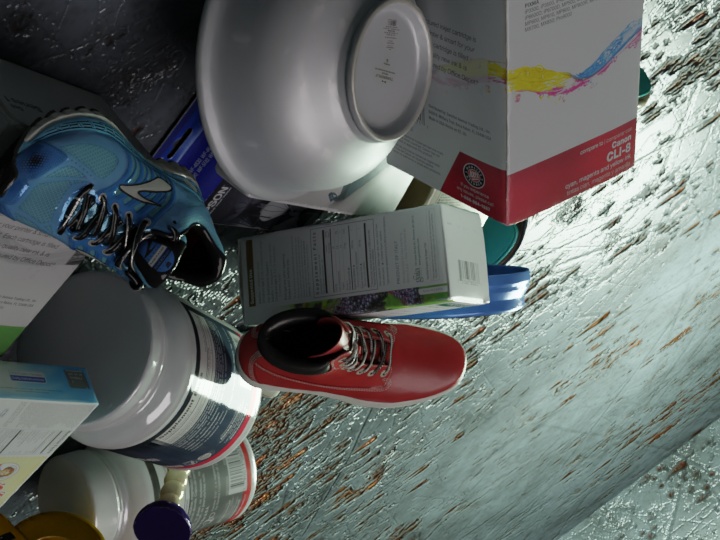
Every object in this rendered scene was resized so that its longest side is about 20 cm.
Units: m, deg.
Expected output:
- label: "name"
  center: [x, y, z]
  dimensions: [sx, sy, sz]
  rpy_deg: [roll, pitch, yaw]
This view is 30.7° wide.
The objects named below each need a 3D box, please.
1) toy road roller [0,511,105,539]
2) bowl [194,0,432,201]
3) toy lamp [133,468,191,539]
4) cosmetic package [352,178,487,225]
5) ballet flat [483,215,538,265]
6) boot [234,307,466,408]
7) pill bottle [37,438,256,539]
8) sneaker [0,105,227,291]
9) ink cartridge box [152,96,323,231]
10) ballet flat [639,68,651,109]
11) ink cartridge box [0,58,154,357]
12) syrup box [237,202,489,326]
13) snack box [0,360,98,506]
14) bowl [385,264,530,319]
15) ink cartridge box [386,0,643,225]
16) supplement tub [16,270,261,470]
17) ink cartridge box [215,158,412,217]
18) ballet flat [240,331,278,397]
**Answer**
- label: "toy road roller"
  center: [-0.316, 0.256, 1.152]
  dimensions: [0.146, 0.200, 0.123]
  rpy_deg: [-38, 166, -35]
- label: "bowl"
  center: [-0.013, -0.139, 0.887]
  dimensions: [0.201, 0.090, 0.202]
  rpy_deg: [-26, 122, -50]
- label: "toy lamp"
  center: [-0.165, 0.176, 1.221]
  dimensions: [0.058, 0.200, 0.058]
  rpy_deg: [1, 121, 2]
- label: "cosmetic package"
  center: [0.080, -0.097, 1.182]
  dimensions: [0.105, 0.071, 0.201]
  rpy_deg: [-4, 130, -46]
- label: "ballet flat"
  center: [0.167, -0.071, 1.378]
  dimensions: [0.073, 0.073, 0.201]
  rpy_deg: [-19, 147, -34]
- label: "boot"
  center: [0.007, 0.068, 1.061]
  dimensions: [0.199, 0.073, 0.144]
  rpy_deg: [3, 168, -15]
- label: "pill bottle"
  center: [-0.211, 0.213, 1.301]
  dimensions: [0.199, 0.114, 0.114]
  rpy_deg: [-7, 141, -47]
- label: "sneaker"
  center: [-0.144, -0.035, 0.805]
  dimensions: [0.078, 0.090, 0.200]
  rpy_deg: [-48, 152, 15]
- label: "ink cartridge box"
  center: [-0.084, -0.081, 1.064]
  dimensions: [0.100, 0.039, 0.200]
  rpy_deg: [-49, 152, 23]
- label: "ballet flat"
  center: [0.218, -0.169, 1.293]
  dimensions: [0.199, 0.070, 0.070]
  rpy_deg: [-7, 141, -49]
- label: "ink cartridge box"
  center: [-0.253, -0.036, 0.862]
  dimensions: [0.200, 0.084, 0.146]
  rpy_deg: [-47, 154, 15]
- label: "syrup box"
  center: [0.000, 0.000, 1.105]
  dimensions: [0.199, 0.082, 0.079]
  rpy_deg: [-9, 171, 29]
- label: "snack box"
  center: [-0.297, 0.140, 0.968]
  dimensions: [0.200, 0.037, 0.116]
  rpy_deg: [-44, 148, 26]
- label: "bowl"
  center: [0.063, 0.019, 1.253]
  dimensions: [0.199, 0.040, 0.201]
  rpy_deg: [-2, -176, 0]
- label: "ink cartridge box"
  center: [0.111, -0.167, 0.976]
  dimensions: [0.144, 0.145, 0.201]
  rpy_deg: [-24, 127, -29]
- label: "supplement tub"
  center: [-0.180, 0.086, 1.097]
  dimensions: [0.140, 0.141, 0.200]
  rpy_deg: [-40, 155, 5]
- label: "ink cartridge box"
  center: [-0.003, -0.132, 1.024]
  dimensions: [0.200, 0.045, 0.177]
  rpy_deg: [5, 117, -57]
- label: "ballet flat"
  center: [-0.083, 0.096, 1.332]
  dimensions: [0.199, 0.072, 0.072]
  rpy_deg: [-3, 138, -49]
